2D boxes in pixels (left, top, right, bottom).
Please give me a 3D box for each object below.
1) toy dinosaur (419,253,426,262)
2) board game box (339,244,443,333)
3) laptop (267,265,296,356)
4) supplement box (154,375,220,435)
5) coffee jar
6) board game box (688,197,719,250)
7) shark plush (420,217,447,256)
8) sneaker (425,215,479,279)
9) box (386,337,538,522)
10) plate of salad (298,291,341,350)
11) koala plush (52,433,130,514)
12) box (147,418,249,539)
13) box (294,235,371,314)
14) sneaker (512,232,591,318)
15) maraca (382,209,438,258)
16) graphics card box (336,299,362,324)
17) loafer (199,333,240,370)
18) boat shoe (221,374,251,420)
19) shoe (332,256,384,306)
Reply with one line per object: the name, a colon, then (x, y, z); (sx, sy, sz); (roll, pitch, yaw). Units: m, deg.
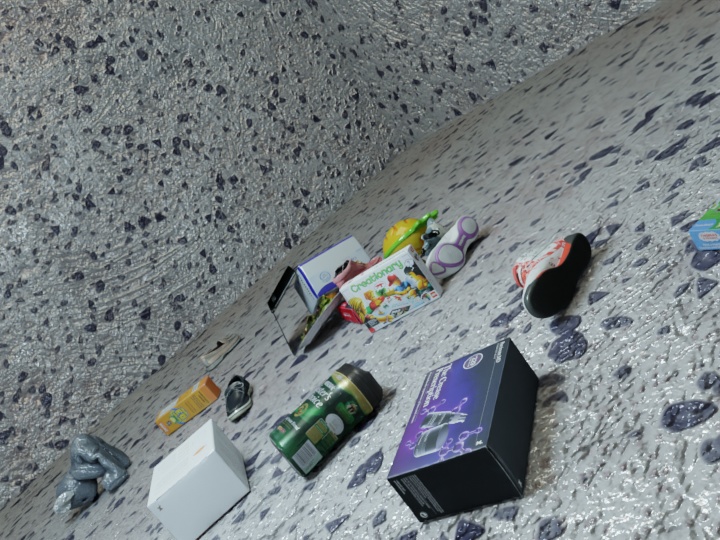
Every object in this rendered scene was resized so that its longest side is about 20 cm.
toy dinosaur: (0.114, 0.003, 1.438); (0.102, 0.058, 0.200); (-54, -7, 11)
board game box: (0.065, 0.043, 1.345); (0.199, 0.127, 0.035); (-31, 13, 31)
laptop: (-0.198, 0.108, 1.740); (0.202, 0.115, 0.187); (-61, 14, -2)
supplement box: (-0.522, 0.410, 1.854); (0.199, 0.067, 0.069); (-37, 15, 8)
coffee jar: (-0.056, 0.247, 1.045); (0.200, 0.086, 0.104); (-41, 13, -17)
board game box: (0.527, -0.101, 0.749); (0.199, 0.037, 0.151); (-41, 12, -14)
shark plush: (0.181, -0.068, 1.502); (0.084, 0.091, 0.200); (-50, 0, 8)
sneaker: (0.206, -0.038, 1.418); (0.200, 0.075, 0.100); (-47, -4, -35)
box: (0.131, 0.188, 0.747); (0.140, 0.079, 0.200); (-27, 16, 31)
plate of salad: (-0.111, 0.124, 1.629); (0.201, 0.048, 0.200); (-54, -3, -4)
koala plush: (-0.800, 0.598, 1.770); (0.201, 0.183, 0.177); (-52, 14, -9)
box: (-0.309, 0.399, 1.174); (0.152, 0.107, 0.200); (-40, 12, -10)
box: (-0.079, 0.016, 1.712); (0.183, 0.106, 0.200); (-31, -10, -18)
sneaker: (0.279, 0.018, 0.963); (0.201, 0.068, 0.107); (-43, 12, -38)
maraca: (0.135, -0.092, 1.649); (0.200, 0.107, 0.137); (-47, -10, 36)
graphics card box: (0.039, 0.052, 1.576); (0.200, 0.051, 0.125); (-41, 12, -16)
loafer: (-0.524, 0.291, 2.301); (0.072, 0.063, 0.200); (-29, 15, 38)
boat shoe: (-0.322, 0.327, 1.587); (0.074, 0.063, 0.200); (-35, 14, 2)
shoe: (0.000, 0.000, 1.537); (0.071, 0.091, 0.200); (-28, 17, 38)
